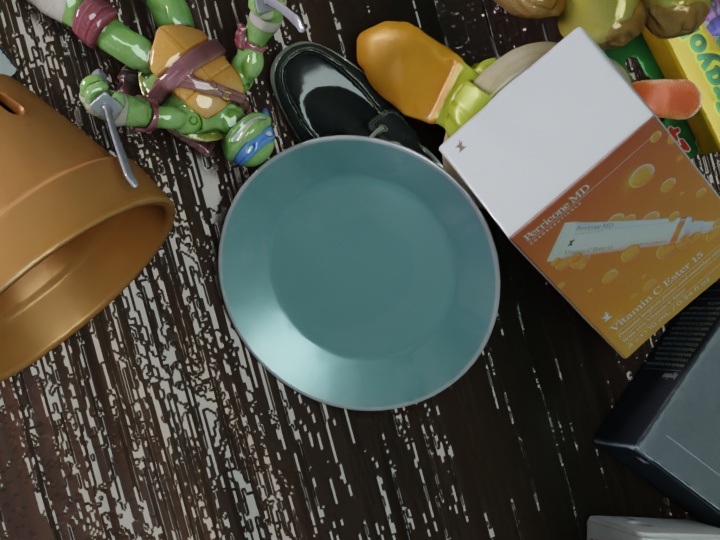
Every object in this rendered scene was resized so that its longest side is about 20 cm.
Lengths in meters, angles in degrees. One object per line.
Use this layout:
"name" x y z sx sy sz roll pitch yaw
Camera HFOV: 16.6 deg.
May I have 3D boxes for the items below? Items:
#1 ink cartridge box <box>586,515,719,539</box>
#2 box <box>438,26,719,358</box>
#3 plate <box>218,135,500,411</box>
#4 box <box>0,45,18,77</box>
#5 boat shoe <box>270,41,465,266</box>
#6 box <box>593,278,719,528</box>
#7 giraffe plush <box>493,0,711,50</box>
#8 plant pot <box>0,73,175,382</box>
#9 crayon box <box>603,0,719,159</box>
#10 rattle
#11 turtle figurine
"ink cartridge box" 0.210 0.275 1.697 0.083 0.145 0.202 1 89 -11
"box" 0.162 -0.049 1.651 0.124 0.200 0.098 -40 52 7
"plate" 0.000 0.000 1.690 0.198 0.026 0.202 4 112 11
"box" -0.354 -0.132 1.648 0.200 0.050 0.158 -39 96 -9
"boat shoe" 0.015 -0.080 1.709 0.072 0.068 0.200 -40 94 -7
"box" 0.288 0.084 1.735 0.148 0.107 0.201 37 82 -8
"giraffe plush" 0.173 -0.253 1.608 0.171 0.162 0.202 -8 89 -10
"plant pot" -0.240 -0.032 1.606 0.200 0.200 0.140 -38 80 -9
"crayon box" 0.280 -0.169 1.767 0.199 0.051 0.128 -30 95 -9
"rattle" 0.118 -0.124 1.726 0.199 0.143 0.131 -21 118 -30
"turtle figurine" -0.127 -0.162 1.627 0.194 0.200 0.144 45 103 14
